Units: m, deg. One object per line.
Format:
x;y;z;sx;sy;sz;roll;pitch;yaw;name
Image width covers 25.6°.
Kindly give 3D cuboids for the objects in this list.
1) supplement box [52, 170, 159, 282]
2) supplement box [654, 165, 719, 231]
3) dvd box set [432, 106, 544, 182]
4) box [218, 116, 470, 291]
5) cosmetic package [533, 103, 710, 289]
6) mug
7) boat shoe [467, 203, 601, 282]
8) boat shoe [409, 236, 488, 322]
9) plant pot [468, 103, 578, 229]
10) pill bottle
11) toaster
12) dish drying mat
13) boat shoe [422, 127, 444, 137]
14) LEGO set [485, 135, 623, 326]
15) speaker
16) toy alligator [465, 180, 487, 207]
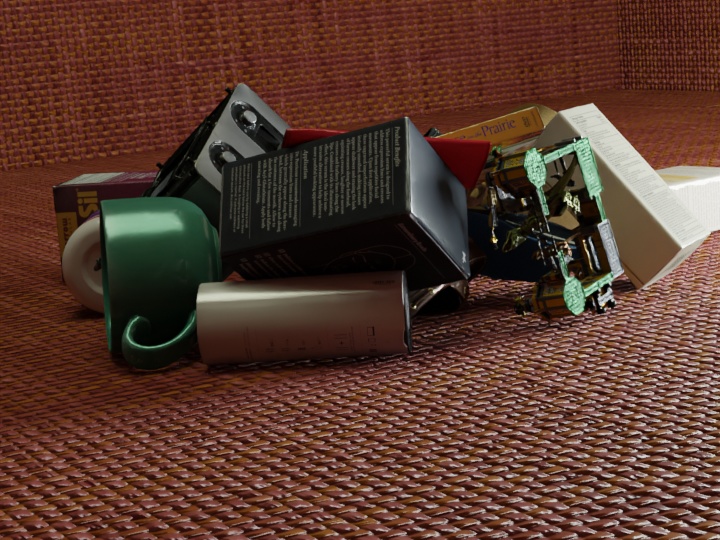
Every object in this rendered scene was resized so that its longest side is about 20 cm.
-0.278;-0.059;2.033;0.199;0.131;0.103;-3;10;15;supplement box
0.387;-0.084;2.028;0.199;0.074;0.126;-12;12;-33;supplement box
0.083;-0.108;1.662;0.199;0.029;0.146;-18;-12;-13;dvd box set
-0.014;-0.047;1.525;0.199;0.107;0.148;-12;-29;21;box
0.279;-0.084;1.736;0.073;0.200;0.103;-48;-15;29;cosmetic package
-0.197;0.018;1.587;0.114;0.186;0.152;-4;-14;-12;mug
0.182;-0.022;1.754;0.199;0.084;0.069;21;25;8;boat shoe
0.076;0.019;1.651;0.070;0.071;0.200;42;36;21;boat shoe
0.152;-0.073;1.861;0.200;0.187;0.186;-27;19;-27;plant pot
-0.283;-0.021;1.873;0.112;0.113;0.200;-5;10;-1;pill bottle
-0.168;-0.076;1.735;0.200;0.119;0.181;-41;17;35;toaster
0.022;-0.110;1.541;0.199;0.018;0.077;4;-27;-10;dish drying mat
0.052;-0.115;1.895;0.075;0.062;0.200;-40;-1;44;boat shoe
0.172;-0.041;1.598;0.116;0.201;0.154;-11;18;41;LEGO set
-0.054;0.045;1.498;0.199;0.082;0.081;-4;10;5;speaker
0.047;-0.036;1.701;0.200;0.059;0.054;-36;21;-17;toy alligator
